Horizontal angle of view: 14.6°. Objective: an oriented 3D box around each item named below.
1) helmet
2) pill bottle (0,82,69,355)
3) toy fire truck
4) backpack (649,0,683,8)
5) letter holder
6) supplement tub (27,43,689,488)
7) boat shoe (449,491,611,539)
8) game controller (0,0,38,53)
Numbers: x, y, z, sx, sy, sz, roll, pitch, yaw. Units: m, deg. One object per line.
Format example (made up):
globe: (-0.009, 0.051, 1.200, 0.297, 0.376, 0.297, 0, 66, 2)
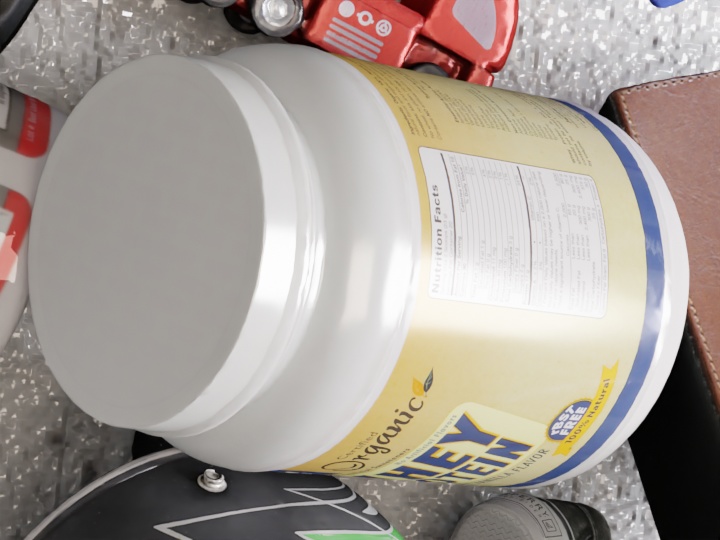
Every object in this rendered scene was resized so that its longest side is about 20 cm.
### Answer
helmet: (-0.056, 0.152, 1.008, 0.199, 0.191, 0.201, -2, 99, -16)
pill bottle: (-0.210, -0.040, 0.980, 0.199, 0.114, 0.114, 23, 91, -17)
toy fire truck: (-0.015, -0.155, 1.051, 0.200, 0.049, 0.141, 27, 89, -18)
backpack: (0.122, -0.210, 1.024, 0.162, 0.168, 0.201, -15, 69, -16)
letter holder: (0.175, 0.029, 1.059, 0.142, 0.101, 0.201, -11, 71, -15)
supplement tub: (0.000, 0.000, 0.972, 0.200, 0.144, 0.145, 8, 97, -43)
boat shoe: (0.054, 0.182, 1.106, 0.071, 0.072, 0.201, 4, 113, -44)
game controller: (-0.126, -0.164, 0.969, 0.104, 0.042, 0.200, 33, 78, -8)
